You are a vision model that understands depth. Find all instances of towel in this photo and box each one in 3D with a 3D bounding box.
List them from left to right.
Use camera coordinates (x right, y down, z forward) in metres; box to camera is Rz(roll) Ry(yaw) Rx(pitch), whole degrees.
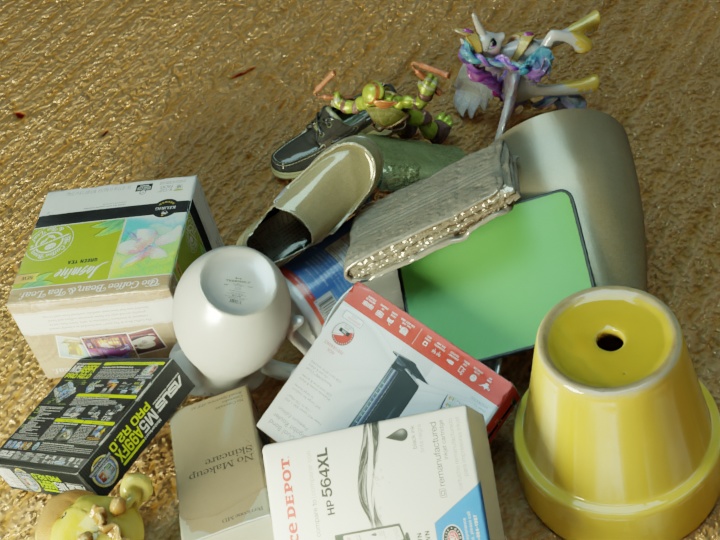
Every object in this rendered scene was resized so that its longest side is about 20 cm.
[{"bbox_3d":[0.069,-0.127,1.448,0.146,0.037,0.200,6,16,-12],"label":"towel"},{"bbox_3d":[0.075,-0.062,1.243,0.198,0.035,0.133,-25,24,18],"label":"towel"}]

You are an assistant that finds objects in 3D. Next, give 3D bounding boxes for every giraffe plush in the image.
[{"bbox_3d":[-0.245,0.273,1.115,0.197,0.163,0.174,-2,44,15],"label":"giraffe plush"}]

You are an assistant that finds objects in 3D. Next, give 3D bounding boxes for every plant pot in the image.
[{"bbox_3d":[0.235,-0.037,1.296,0.185,0.188,0.202,-15,56,1],"label":"plant pot"},{"bbox_3d":[0.235,0.124,1.105,0.198,0.190,0.202,-8,43,7],"label":"plant pot"}]

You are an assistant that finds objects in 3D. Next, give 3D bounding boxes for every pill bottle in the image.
[{"bbox_3d":[0.000,0.000,1.359,0.199,0.113,0.112,-35,46,-20],"label":"pill bottle"}]

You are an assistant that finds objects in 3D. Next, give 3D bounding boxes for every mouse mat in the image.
[{"bbox_3d":[0.137,0.012,1.222,0.198,0.008,0.163,-16,65,15],"label":"mouse mat"}]

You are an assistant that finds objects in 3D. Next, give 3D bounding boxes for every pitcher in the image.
[{"bbox_3d":[-0.113,0.062,1.248,0.169,0.201,0.123,5,59,-9],"label":"pitcher"}]

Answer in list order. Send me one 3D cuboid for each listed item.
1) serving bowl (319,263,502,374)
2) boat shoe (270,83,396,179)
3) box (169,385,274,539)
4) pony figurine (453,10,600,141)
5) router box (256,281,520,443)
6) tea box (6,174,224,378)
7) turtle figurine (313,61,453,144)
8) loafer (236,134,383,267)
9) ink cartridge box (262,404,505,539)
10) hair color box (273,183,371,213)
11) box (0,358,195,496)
[{"bbox_3d":[0.055,0.097,1.257,0.197,0.066,0.203,-5,67,12],"label":"serving bowl"},{"bbox_3d":[-0.036,-0.191,1.596,0.199,0.066,0.072,-27,44,-11],"label":"boat shoe"},{"bbox_3d":[-0.130,0.215,1.179,0.094,0.078,0.201,-19,33,-3],"label":"box"},{"bbox_3d":[0.198,-0.241,1.512,0.197,0.195,0.168,-5,44,-16],"label":"pony figurine"},{"bbox_3d":[0.027,0.139,1.179,0.199,0.049,0.180,32,82,24],"label":"router box"},{"bbox_3d":[-0.282,0.007,1.419,0.197,0.135,0.198,-6,44,10],"label":"tea box"},{"bbox_3d":[0.052,-0.203,1.503,0.198,0.161,0.065,-5,74,33],"label":"turtle figurine"},{"bbox_3d":[-0.053,-0.063,1.280,0.200,0.076,0.068,-44,10,8],"label":"loafer"},{"bbox_3d":[0.022,0.215,1.078,0.197,0.084,0.148,-14,73,15],"label":"ink cartridge box"},{"bbox_3d":[-0.041,-0.090,1.413,0.099,0.061,0.200,-30,8,5],"label":"hair color box"},{"bbox_3d":[-0.288,0.165,1.272,0.199,0.044,0.161,-6,38,47],"label":"box"}]
